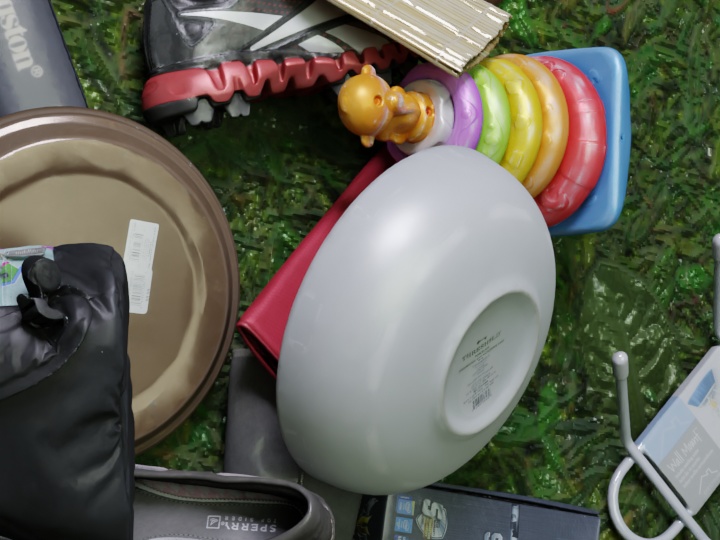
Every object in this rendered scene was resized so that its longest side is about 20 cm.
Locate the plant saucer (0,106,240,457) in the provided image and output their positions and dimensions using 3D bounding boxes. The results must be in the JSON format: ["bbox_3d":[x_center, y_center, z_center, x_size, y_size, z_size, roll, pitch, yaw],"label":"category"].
[{"bbox_3d":[-0.154,0.012,0.837,0.200,0.029,0.201,-2,94,-26],"label":"plant saucer"}]

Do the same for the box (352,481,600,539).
[{"bbox_3d":[0.060,0.231,0.935,0.157,0.051,0.200,15,77,-28],"label":"box"}]

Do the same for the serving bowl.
[{"bbox_3d":[0.046,0.038,0.845,0.200,0.066,0.200,-32,135,-38],"label":"serving bowl"}]

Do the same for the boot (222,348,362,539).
[{"bbox_3d":[-0.068,0.143,0.865,0.182,0.072,0.201,11,85,-40],"label":"boot"}]

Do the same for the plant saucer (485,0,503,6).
[{"bbox_3d":[0.040,-0.255,0.996,0.200,0.034,0.201,4,82,-27],"label":"plant saucer"}]

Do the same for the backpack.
[{"bbox_3d":[-0.207,0.063,0.733,0.199,0.127,0.167,-2,106,-5],"label":"backpack"}]

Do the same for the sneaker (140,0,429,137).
[{"bbox_3d":[-0.041,-0.143,0.914,0.200,0.071,0.098,-14,92,-29],"label":"sneaker"}]

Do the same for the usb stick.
[{"bbox_3d":[-0.195,-0.145,0.852,0.055,0.033,0.200,-21,95,-30],"label":"usb stick"}]

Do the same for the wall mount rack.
[{"bbox_3d":[0.230,0.084,1.033,0.200,0.075,0.174,-46,105,-26],"label":"wall mount rack"}]

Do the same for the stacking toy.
[{"bbox_3d":[0.059,-0.083,0.913,0.200,0.110,0.116,4,87,-44],"label":"stacking toy"}]

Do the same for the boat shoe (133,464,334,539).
[{"bbox_3d":[-0.113,0.126,0.801,0.199,0.057,0.067,0,61,3],"label":"boat shoe"}]

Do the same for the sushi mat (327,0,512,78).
[{"bbox_3d":[-0.010,-0.177,0.900,0.200,0.012,0.096,31,33,5],"label":"sushi mat"}]

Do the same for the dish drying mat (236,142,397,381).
[{"bbox_3d":[0.000,0.000,0.913,0.077,0.018,0.200,50,45,-13],"label":"dish drying mat"}]
